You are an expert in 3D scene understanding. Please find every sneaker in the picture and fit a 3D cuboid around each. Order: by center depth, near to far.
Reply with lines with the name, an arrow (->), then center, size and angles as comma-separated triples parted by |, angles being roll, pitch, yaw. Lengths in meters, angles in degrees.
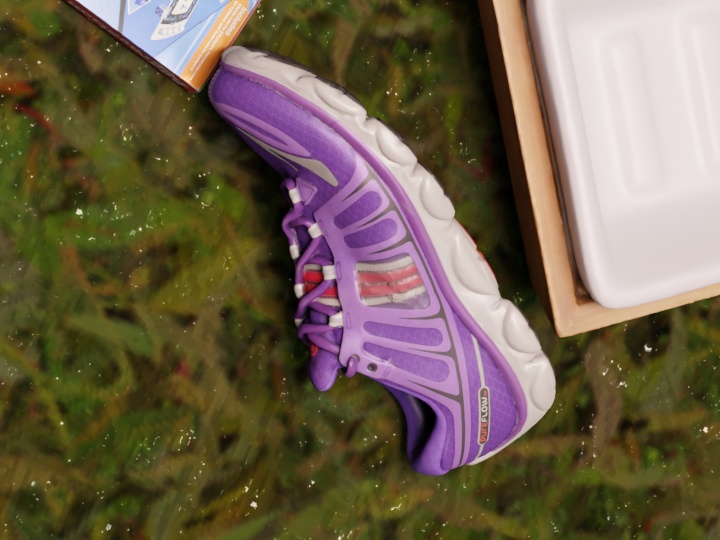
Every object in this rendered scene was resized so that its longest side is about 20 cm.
sneaker -> 0.000, 0.000, 0.960 | 0.083, 0.081, 0.200 | -38, 108, -9

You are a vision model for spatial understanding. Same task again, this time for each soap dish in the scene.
soap dish -> 0.146, -0.073, 1.012 | 0.200, 0.081, 0.157 | -15, 99, -20

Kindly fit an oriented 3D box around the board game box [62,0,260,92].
board game box -> -0.051, -0.180, 0.957 | 0.103, 0.019, 0.200 | 36, 80, -19
